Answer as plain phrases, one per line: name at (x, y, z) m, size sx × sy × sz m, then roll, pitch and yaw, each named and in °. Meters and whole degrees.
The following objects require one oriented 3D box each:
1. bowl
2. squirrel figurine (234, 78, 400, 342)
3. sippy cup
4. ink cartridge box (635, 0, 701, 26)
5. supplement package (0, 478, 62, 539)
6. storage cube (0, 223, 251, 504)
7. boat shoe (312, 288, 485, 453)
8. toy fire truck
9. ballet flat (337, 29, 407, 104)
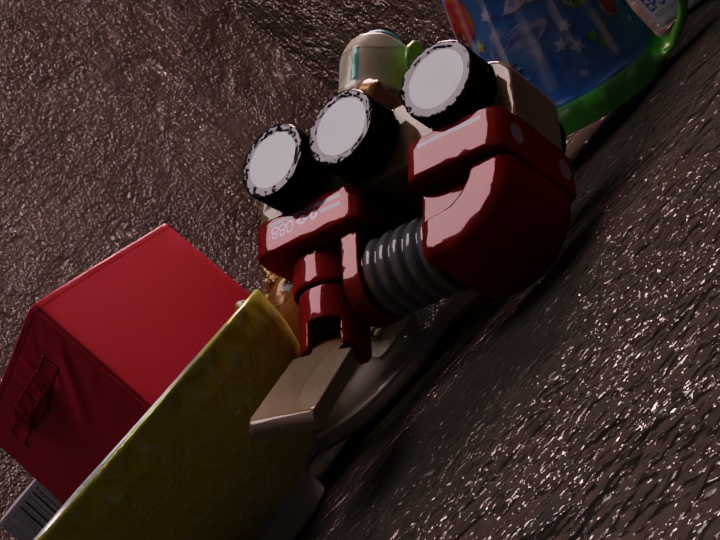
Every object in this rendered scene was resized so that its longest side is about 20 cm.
bowl at (-0.086, 0.120, 0.765) m, size 0.200 × 0.108 × 0.200 m, roll -48°, pitch 3°, yaw 4°
squirrel figurine at (0.000, 0.000, 0.940) m, size 0.187 × 0.141 × 0.200 m, roll -55°, pitch -3°, yaw -28°
sippy cup at (0.119, -0.170, 0.911) m, size 0.178 × 0.130 × 0.140 m, roll -31°, pitch 17°, yaw -3°
ink cartridge box at (0.189, -0.275, 0.945) m, size 0.043 × 0.200 × 0.196 m, roll -49°, pitch 3°, yaw -9°
supplement package at (-0.268, 0.228, 1.536) m, size 0.200 × 0.147 × 0.191 m, roll -48°, pitch 3°, yaw 22°
storage cube at (-0.178, 0.104, 1.132) m, size 0.200 × 0.180 × 0.171 m, roll -40°, pitch -14°, yaw -50°
boat shoe at (0.021, 0.022, 0.822) m, size 0.200 × 0.069 × 0.071 m, roll -49°, pitch 6°, yaw 5°
toy fire truck at (0.016, -0.002, 0.702) m, size 0.176 × 0.129 × 0.200 m, roll -22°, pitch 56°, yaw 32°
ballet flat at (0.055, -0.099, 1.015) m, size 0.069 × 0.200 × 0.070 m, roll -32°, pitch 39°, yaw 30°
